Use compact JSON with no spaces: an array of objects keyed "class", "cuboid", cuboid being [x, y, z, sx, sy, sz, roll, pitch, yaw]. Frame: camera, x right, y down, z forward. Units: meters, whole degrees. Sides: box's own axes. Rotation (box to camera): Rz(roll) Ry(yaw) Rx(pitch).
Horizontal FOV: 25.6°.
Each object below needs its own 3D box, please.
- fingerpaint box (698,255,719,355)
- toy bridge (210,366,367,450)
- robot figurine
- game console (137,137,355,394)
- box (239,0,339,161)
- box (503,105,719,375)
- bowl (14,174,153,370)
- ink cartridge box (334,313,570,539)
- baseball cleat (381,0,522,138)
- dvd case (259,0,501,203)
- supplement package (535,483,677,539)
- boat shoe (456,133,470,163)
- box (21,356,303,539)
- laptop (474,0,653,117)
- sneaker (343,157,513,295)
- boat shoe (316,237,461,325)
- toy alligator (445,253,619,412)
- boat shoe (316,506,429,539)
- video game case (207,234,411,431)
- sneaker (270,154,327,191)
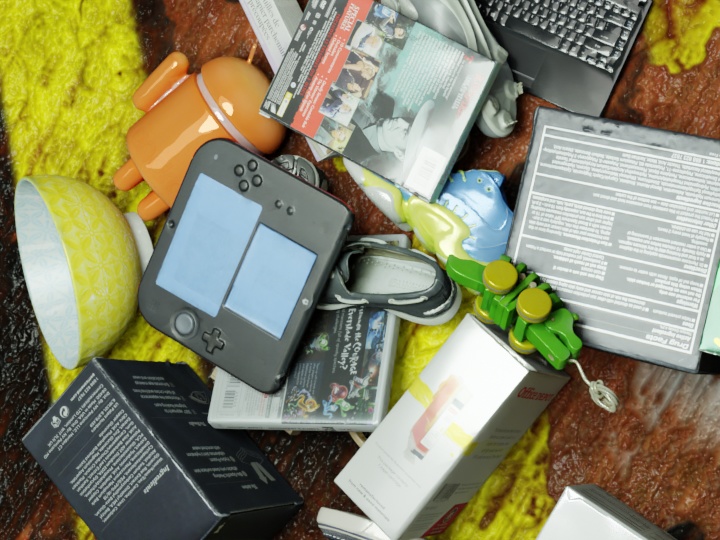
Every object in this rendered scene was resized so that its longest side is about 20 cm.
[{"class":"fingerpaint box","cuboid":[0.350,-0.001,1.341,0.073,0.200,0.169,13,90,22]},{"class":"toy bridge","cuboid":[-0.055,0.132,1.577,0.199,0.027,0.068,33,96,20]},{"class":"robot figurine","cuboid":[-0.154,-0.133,1.595,0.199,0.116,0.145,-38,58,12]},{"class":"game console","cuboid":[-0.114,-0.008,1.515,0.176,0.031,0.202,30,104,22]},{"class":"box","cuboid":[-0.062,-0.206,1.568,0.039,0.041,0.202,-31,82,36]},{"class":"box","cuboid":[0.241,-0.025,1.426,0.198,0.123,0.201,14,90,24]},{"class":"bowl","cuboid":[-0.272,-0.010,1.619,0.107,0.200,0.202,-15,76,-24]},{"class":"ink cartridge box","cuboid":[0.087,0.145,1.459,0.083,0.145,0.201,42,99,21]},{"class":"baseball cleat","cuboid":[0.084,-0.214,1.529,0.106,0.069,0.202,-22,86,43]},{"class":"dvd case","cuboid":[0.016,-0.172,1.495,0.199,0.022,0.147,29,98,20]},{"class":"supplement package","cuboid":[0.210,0.317,1.412,0.155,0.111,0.202,32,97,21]},{"class":"boat shoe","cuboid":[0.025,-0.177,1.554,0.072,0.067,0.200,-46,71,11]},{"class":"box","cuboid":[-0.187,0.196,1.530,0.118,0.196,0.200,-47,72,11]},{"class":"laptop","cuboid":[0.178,-0.271,1.486,0.176,0.103,0.202,27,94,22]},{"class":"sneaker","cuboid":[0.080,-0.073,1.525,0.200,0.076,0.105,43,91,8]},{"class":"boat shoe","cuboid":[0.000,0.000,1.510,0.198,0.060,0.076,6,67,25]},{"class":"toy alligator","cuboid":[0.159,0.042,1.364,0.200,0.060,0.054,41,61,21]},{"class":"boat shoe","cuboid":[0.038,0.295,1.498,0.198,0.075,0.094,17,84,21]},{"class":"video game case","cuboid":[-0.049,0.060,1.548,0.179,0.023,0.202,-1,63,21]},{"class":"sneaker","cuboid":[-0.106,-0.032,1.571,0.200,0.079,0.074,-40,76,16]}]
